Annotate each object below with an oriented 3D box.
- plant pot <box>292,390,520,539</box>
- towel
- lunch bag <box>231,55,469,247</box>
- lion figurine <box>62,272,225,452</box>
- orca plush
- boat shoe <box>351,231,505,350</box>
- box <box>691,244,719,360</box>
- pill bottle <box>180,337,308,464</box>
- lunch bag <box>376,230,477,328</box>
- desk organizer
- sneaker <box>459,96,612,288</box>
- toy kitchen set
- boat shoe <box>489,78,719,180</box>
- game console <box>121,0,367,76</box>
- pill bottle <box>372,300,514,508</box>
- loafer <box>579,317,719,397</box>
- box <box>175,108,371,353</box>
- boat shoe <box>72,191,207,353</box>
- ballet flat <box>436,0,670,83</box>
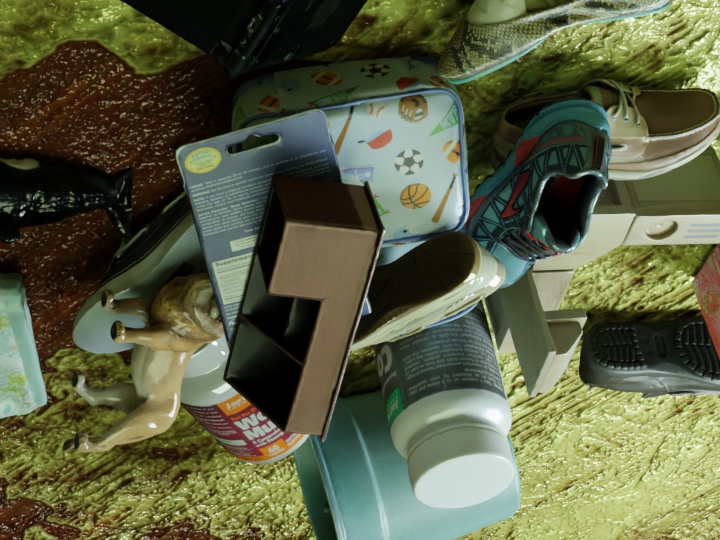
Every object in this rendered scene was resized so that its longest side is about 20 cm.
[{"bbox_3d":[0.045,0.200,1.796,0.195,0.201,0.201,-14,145,-11],"label":"plant pot"},{"bbox_3d":[-0.375,0.076,1.610,0.170,0.048,0.201,-8,144,-8],"label":"towel"},{"bbox_3d":[-0.012,-0.085,1.446,0.198,0.076,0.161,-7,126,-4],"label":"lunch bag"},{"bbox_3d":[-0.170,0.080,1.516,0.122,0.073,0.201,7,126,-33],"label":"lion figurine"},{"bbox_3d":[-0.281,-0.041,1.457,0.199,0.071,0.105,10,139,-28],"label":"orca plush"},{"bbox_3d":[0.028,0.028,1.497,0.199,0.073,0.065,-24,150,28],"label":"boat shoe"},{"bbox_3d":[0.399,0.062,1.690,0.094,0.201,0.103,0,144,-20],"label":"box"},{"bbox_3d":[-0.121,0.090,1.651,0.109,0.110,0.200,-20,144,11],"label":"pill bottle"},{"bbox_3d":[0.000,0.000,1.588,0.199,0.083,0.161,-17,142,5],"label":"lunch bag"},{"bbox_3d":[-0.047,0.030,1.391,0.076,0.072,0.201,6,122,-16],"label":"desk organizer"},{"bbox_3d":[0.139,-0.044,1.455,0.079,0.096,0.201,10,135,-19],"label":"sneaker"},{"bbox_3d":[0.225,0.016,1.608,0.179,0.164,0.201,-2,143,-15],"label":"toy kitchen set"},{"bbox_3d":[0.206,-0.120,1.496,0.198,0.076,0.072,-13,142,-2],"label":"boat shoe"},{"bbox_3d":[-0.062,-0.249,1.288,0.175,0.117,0.200,-22,159,-44],"label":"game console"},{"bbox_3d":[0.076,0.109,1.657,0.112,0.201,0.113,-8,144,-6],"label":"pill bottle"},{"bbox_3d":[0.307,0.091,1.813,0.198,0.073,0.071,7,150,-16],"label":"loafer"},{"bbox_3d":[-0.068,-0.035,1.402,0.120,0.032,0.201,-15,128,-4],"label":"box"},{"bbox_3d":[-0.178,-0.007,1.540,0.073,0.068,0.199,23,125,-34],"label":"boat shoe"},{"bbox_3d":[0.144,-0.211,1.373,0.199,0.068,0.076,-19,122,1],"label":"ballet flat"}]
